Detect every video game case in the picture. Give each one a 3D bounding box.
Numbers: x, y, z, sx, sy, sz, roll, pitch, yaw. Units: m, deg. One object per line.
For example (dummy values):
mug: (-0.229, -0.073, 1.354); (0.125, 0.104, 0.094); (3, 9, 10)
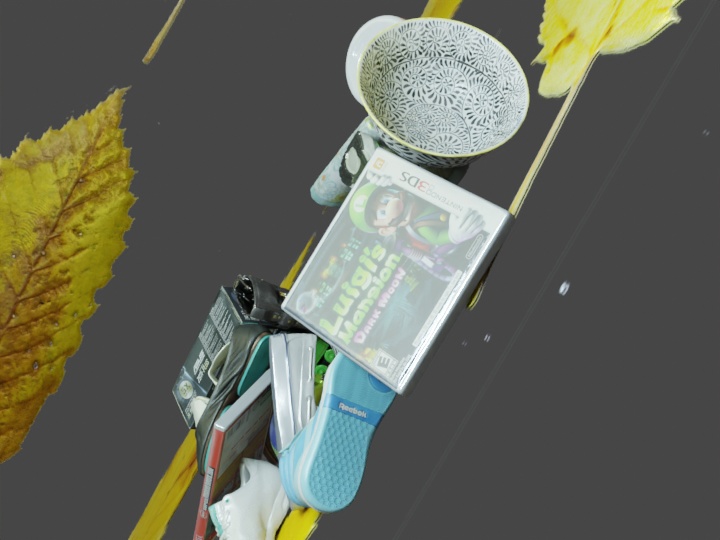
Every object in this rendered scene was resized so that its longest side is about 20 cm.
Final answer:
video game case: (0.031, -0.005, 0.886); (0.181, 0.023, 0.201); (32, 91, 37)
video game case: (-0.157, 0.238, 1.121); (0.143, 0.017, 0.201); (-44, -28, -59)

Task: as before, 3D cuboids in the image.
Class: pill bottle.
pill bottle: (0.083, -0.266, 1.193); (0.199, 0.120, 0.120); (-6, -44, -53)

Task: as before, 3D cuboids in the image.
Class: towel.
towel: (0.047, -0.156, 1.182); (0.199, 0.048, 0.171); (-14, -23, -36)

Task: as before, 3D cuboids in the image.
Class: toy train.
toy train: (-0.093, 0.167, 1.279); (0.201, 0.056, 0.042); (-56, 11, 23)

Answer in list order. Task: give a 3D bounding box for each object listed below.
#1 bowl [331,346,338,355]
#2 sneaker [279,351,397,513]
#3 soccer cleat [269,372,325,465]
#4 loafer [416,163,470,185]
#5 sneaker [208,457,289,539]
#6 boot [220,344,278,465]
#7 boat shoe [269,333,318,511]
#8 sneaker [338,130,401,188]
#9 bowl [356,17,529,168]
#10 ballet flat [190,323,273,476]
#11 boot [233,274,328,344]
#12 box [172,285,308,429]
bowl: (0.000, 0.000, 1.055); (0.201, 0.094, 0.201); (-52, 4, 5)
sneaker: (-0.029, 0.157, 0.935); (0.201, 0.079, 0.131); (-65, 12, -26)
soccer cleat: (-0.081, 0.189, 1.153); (0.200, 0.064, 0.084); (-73, -12, -74)
loafer: (0.072, -0.107, 1.173); (0.200, 0.069, 0.075); (-52, 13, 39)
sneaker: (-0.144, 0.312, 1.049); (0.075, 0.088, 0.201); (-52, 13, 40)
boot: (-0.127, 0.181, 1.222); (0.075, 0.201, 0.074); (-21, 27, -14)
boat shoe: (-0.065, 0.170, 1.022); (0.074, 0.065, 0.202); (141, 123, -78)
sneaker: (0.043, -0.095, 1.008); (0.201, 0.088, 0.077); (-113, 40, -52)
bowl: (0.088, -0.187, 1.037); (0.094, 0.199, 0.202); (103, -171, -59)
ballet flat: (-0.171, 0.160, 1.133); (0.201, 0.068, 0.068); (-66, -30, -8)
boot: (-0.087, 0.040, 1.198); (0.070, 0.173, 0.200); (-67, 18, 9)
box: (-0.159, 0.134, 1.307); (0.086, 0.163, 0.201); (52, 123, 42)
